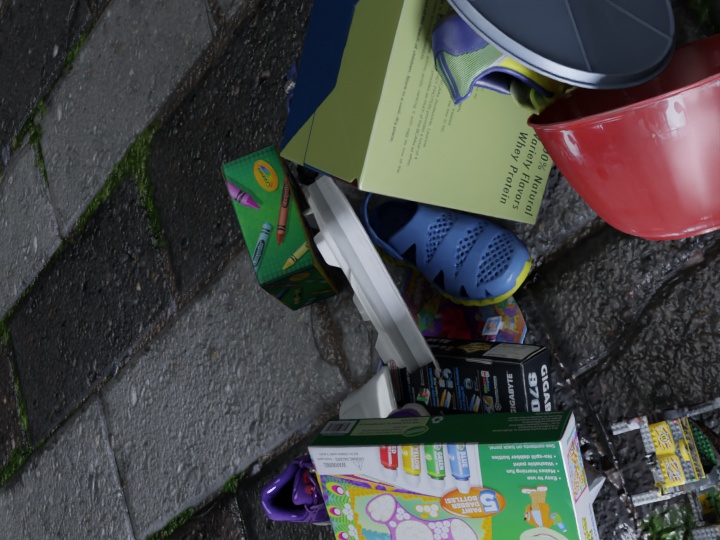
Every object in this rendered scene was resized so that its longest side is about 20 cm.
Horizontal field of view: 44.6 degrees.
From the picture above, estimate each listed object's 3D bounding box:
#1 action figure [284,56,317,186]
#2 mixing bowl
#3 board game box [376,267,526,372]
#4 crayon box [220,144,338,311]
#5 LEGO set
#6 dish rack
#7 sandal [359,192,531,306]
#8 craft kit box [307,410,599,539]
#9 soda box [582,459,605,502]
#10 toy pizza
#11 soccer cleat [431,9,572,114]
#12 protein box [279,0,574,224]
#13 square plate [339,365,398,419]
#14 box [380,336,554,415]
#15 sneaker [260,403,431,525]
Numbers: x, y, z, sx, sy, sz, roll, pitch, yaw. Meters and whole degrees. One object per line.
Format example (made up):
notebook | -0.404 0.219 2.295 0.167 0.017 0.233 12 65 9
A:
action figure | -0.016 -0.163 0.908 0.194 0.103 0.203 -46 35 38
mixing bowl | 0.227 -0.090 0.624 0.198 0.199 0.110 -10 107 43
board game box | 0.070 0.086 0.850 0.157 0.038 0.204 28 107 41
crayon box | -0.076 -0.035 0.889 0.057 0.200 0.121 -20 79 2
LEGO set | 0.261 0.161 0.607 0.152 0.114 0.205 -15 78 42
dish rack | 0.000 0.000 0.771 0.174 0.043 0.200 61 179 -16
sandal | 0.068 -0.029 0.817 0.198 0.087 0.080 20 74 40
craft kit box | 0.076 0.204 0.648 0.196 0.049 0.201 -8 110 29
soda box | 0.120 0.231 0.708 0.068 0.063 0.203 34 123 28
toy pizza | 0.130 -0.198 0.613 0.203 0.196 0.032 66 149 23
soccer cleat | 0.141 -0.156 0.659 0.064 0.196 0.086 -26 72 63
protein box | 0.065 -0.164 0.744 0.134 0.197 0.203 28 107 52
square plate | 0.016 0.207 0.837 0.200 0.028 0.203 125 136 -71
box | 0.100 0.165 0.782 0.157 0.046 0.205 0 103 44
sneaker | -0.011 0.176 0.733 0.199 0.082 0.082 -37 64 37
